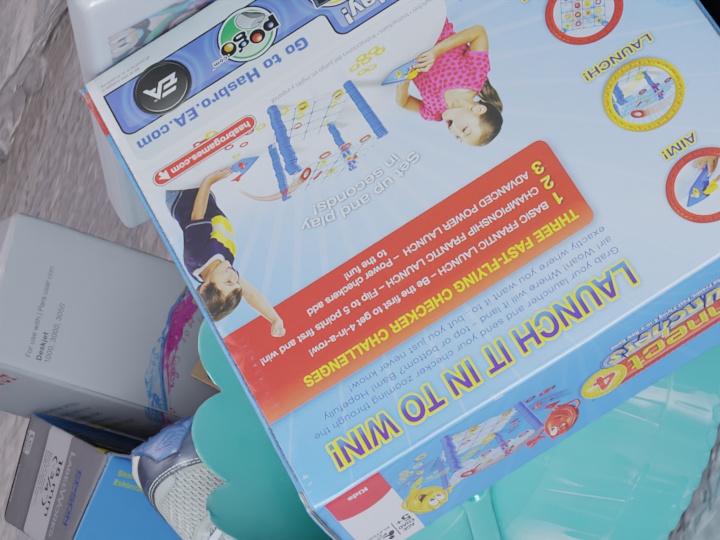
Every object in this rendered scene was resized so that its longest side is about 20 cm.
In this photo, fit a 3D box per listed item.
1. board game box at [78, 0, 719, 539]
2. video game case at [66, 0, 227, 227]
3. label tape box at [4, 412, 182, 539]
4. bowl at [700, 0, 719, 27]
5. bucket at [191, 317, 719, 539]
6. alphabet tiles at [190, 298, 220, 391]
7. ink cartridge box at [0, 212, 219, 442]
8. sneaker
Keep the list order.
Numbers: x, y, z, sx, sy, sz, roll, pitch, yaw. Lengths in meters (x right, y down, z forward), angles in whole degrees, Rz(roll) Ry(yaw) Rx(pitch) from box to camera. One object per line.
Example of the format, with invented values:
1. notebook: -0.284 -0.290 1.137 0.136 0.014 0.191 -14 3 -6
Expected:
1. board game box: 0.033 -0.035 0.862 0.200 0.056 0.196 -32 59 3
2. video game case: -0.021 -0.101 0.964 0.024 0.182 0.200 58 168 18
3. label tape box: -0.084 0.128 1.249 0.200 0.144 0.063 9 82 69
4. bowl: 0.169 -0.102 0.937 0.201 0.039 0.201 -50 30 45
5. bucket: 0.038 0.035 0.988 0.207 0.135 0.208 -36 45 46
6. alphabet tiles: 0.000 0.000 1.205 0.200 0.006 0.167 22 76 51
7. ink cartridge box: -0.122 0.044 1.334 0.144 0.199 0.085 -18 58 65
8. sneaker: -0.027 0.126 1.089 0.077 0.200 0.085 -30 50 14
